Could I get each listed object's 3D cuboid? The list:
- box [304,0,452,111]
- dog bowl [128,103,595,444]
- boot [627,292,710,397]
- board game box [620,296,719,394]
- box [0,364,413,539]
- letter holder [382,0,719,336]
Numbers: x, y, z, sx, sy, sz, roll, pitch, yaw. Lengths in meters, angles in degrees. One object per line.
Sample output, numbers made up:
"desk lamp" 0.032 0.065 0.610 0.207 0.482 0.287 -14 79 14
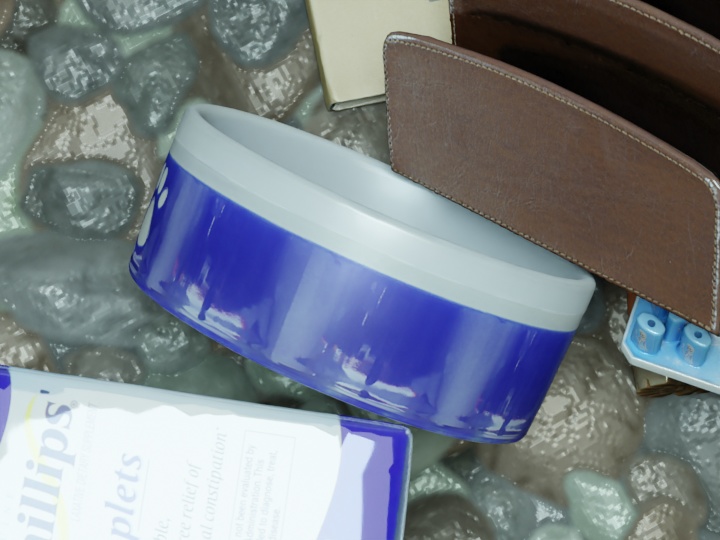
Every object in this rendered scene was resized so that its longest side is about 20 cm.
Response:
"box" 0.042 -0.191 1.198 0.162 0.021 0.201 -11 83 -4
"dog bowl" 0.000 0.000 1.070 0.199 0.200 0.079 23 98 0
"boot" 0.224 -0.006 1.156 0.198 0.075 0.108 -7 76 -3
"board game box" 0.243 -0.015 1.116 0.199 0.026 0.201 18 59 7
"box" -0.086 0.110 1.060 0.198 0.184 0.106 8 82 -2
"letter holder" 0.111 -0.088 1.054 0.100 0.143 0.199 -33 45 -32
